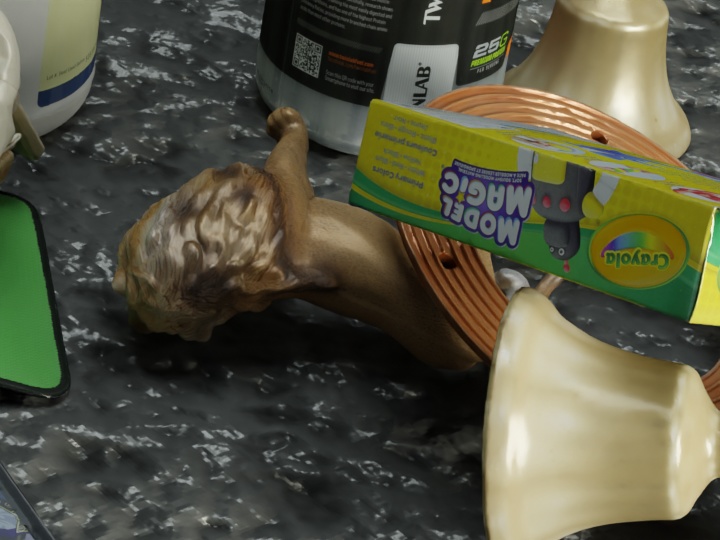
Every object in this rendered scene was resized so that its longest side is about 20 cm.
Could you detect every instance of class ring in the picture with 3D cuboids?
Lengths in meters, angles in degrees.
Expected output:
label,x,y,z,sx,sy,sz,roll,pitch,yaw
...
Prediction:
label,x,y,z,sx,sy,sz,roll,pitch,yaw
ring,0.097,0.001,1.194,0.199,0.019,0.201,20,41,-19

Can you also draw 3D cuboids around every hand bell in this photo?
label,x,y,z,sx,sy,sz,roll,pitch,yaw
hand bell,0.152,0.066,1.032,0.199,0.105,0.104,4,28,14
hand bell,0.129,-0.160,1.362,0.103,0.201,0.104,8,31,-5

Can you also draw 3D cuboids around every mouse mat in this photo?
label,x,y,z,sx,sy,sz,roll,pitch,yaw
mouse mat,-0.218,-0.012,1.154,0.199,0.008,0.161,14,27,-20

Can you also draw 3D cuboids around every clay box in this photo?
label,x,y,z,sx,sy,sz,roll,pitch,yaw
clay box,0.106,-0.017,1.068,0.199,0.048,0.114,22,11,42

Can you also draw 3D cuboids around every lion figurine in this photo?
label,x,y,z,sx,sy,sz,roll,pitch,yaw
lion figurine,0.000,0.000,1.181,0.199,0.073,0.123,13,33,0

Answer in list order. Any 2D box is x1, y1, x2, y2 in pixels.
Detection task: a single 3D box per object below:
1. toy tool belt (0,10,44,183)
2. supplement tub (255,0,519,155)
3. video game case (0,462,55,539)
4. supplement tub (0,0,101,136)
label,x,y,z,sx,sy,sz,roll,pitch,yaw
toy tool belt,-0.229,-0.094,1.184,0.199,0.125,0.123,26,1,1
supplement tub,0.021,-0.165,1.336,0.122,0.201,0.123,8,31,-5
video game case,-0.220,0.081,0.984,0.199,0.026,0.181,-2,23,-26
supplement tub,-0.183,-0.172,1.284,0.144,0.201,0.145,8,30,-5
